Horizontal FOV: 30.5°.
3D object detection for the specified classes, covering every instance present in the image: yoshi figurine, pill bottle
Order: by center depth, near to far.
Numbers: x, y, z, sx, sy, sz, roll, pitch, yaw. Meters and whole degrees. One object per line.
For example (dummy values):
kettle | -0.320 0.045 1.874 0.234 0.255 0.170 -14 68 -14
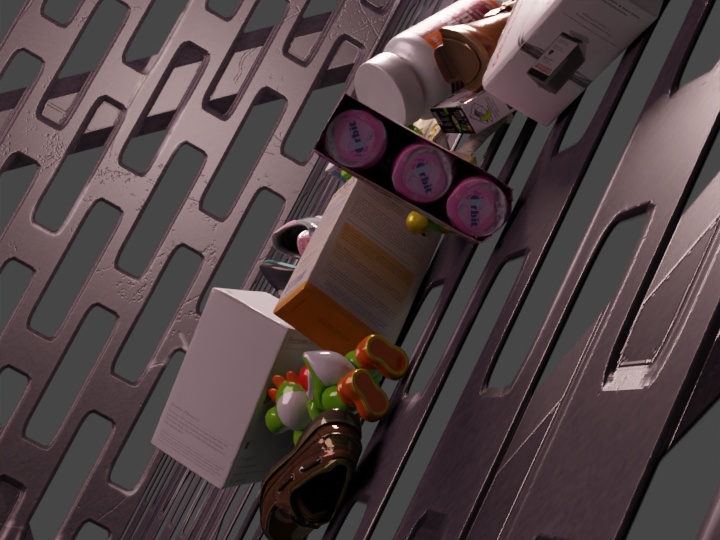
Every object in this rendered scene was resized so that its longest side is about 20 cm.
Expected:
yoshi figurine | -0.023 0.149 1.409 0.200 0.112 0.113 -31 64 49
pill bottle | 0.095 -0.251 1.603 0.199 0.110 0.110 -34 -6 -29

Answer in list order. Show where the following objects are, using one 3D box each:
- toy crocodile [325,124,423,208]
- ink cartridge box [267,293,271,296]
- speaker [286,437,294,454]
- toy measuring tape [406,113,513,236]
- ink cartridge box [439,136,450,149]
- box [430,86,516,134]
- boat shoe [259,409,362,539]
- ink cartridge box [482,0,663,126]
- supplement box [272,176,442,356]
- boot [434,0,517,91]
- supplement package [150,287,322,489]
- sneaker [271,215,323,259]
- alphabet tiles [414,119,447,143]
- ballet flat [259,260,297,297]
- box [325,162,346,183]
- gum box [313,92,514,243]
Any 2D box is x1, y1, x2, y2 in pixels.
toy crocodile | 0.022 -0.146 1.638 0.062 0.067 0.201 -17 43 61
ink cartridge box | -0.153 0.153 1.769 0.145 0.083 0.201 -71 -25 -50
speaker | -0.058 0.135 1.602 0.201 0.088 0.089 -60 9 12
toy measuring tape | 0.112 -0.099 1.466 0.200 0.074 0.074 -47 0 -33
ink cartridge box | 0.065 -0.122 1.718 0.162 0.050 0.201 -34 25 47
box | 0.145 -0.193 1.456 0.110 0.035 0.200 -31 8 -2
boat shoe | -0.057 0.227 1.340 0.068 0.071 0.201 -92 21 -47
ink cartridge box | 0.212 -0.254 1.255 0.200 0.082 0.148 -47 16 58
supplement box | 0.000 0.000 1.494 0.073 0.126 0.201 -39 19 48
boot | 0.167 -0.258 1.442 0.154 0.077 0.200 -27 1 -2
supplement package | -0.135 0.134 1.530 0.117 0.117 0.202 7 -72 -61
sneaker | -0.031 -0.031 1.656 0.199 0.082 0.071 2 101 50
alphabet tiles | 0.051 -0.148 1.698 0.200 0.015 0.197 -12 47 63
ballet flat | -0.051 0.028 1.671 0.073 0.198 0.074 -15 -72 -58
box | 0.036 -0.173 1.936 0.102 0.112 0.200 -61 9 -10
gum box | 0.056 -0.096 1.314 0.067 0.199 0.114 -61 1 2
